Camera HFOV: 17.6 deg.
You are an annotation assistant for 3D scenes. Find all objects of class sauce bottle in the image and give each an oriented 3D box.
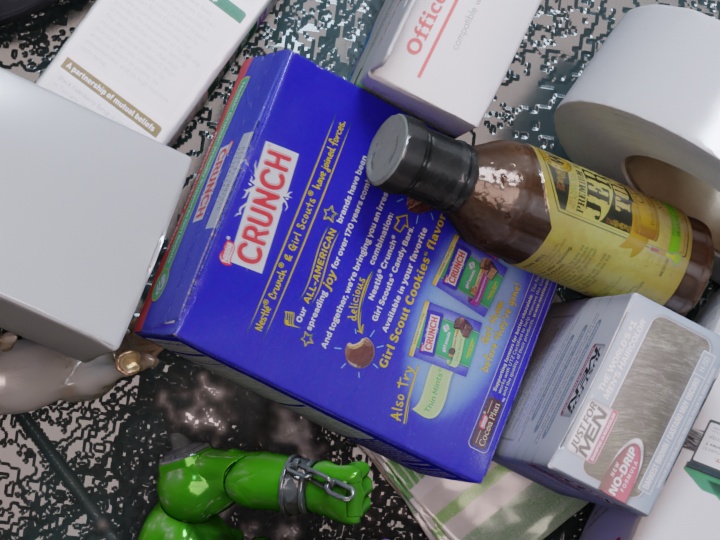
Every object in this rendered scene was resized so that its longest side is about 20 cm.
[{"bbox_3d":[0.096,-0.030,1.233,0.199,0.065,0.065,20,86,-28],"label":"sauce bottle"}]

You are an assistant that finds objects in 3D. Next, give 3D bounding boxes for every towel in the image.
[{"bbox_3d":[0.062,0.066,1.347,0.152,0.023,0.200,-40,93,-7],"label":"towel"}]

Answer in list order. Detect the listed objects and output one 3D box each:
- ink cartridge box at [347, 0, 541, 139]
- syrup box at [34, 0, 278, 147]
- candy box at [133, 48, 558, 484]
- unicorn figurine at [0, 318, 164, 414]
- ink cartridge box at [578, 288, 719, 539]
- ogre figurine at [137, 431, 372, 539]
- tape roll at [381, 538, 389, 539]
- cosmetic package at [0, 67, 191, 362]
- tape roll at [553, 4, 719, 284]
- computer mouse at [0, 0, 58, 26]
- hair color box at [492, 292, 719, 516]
[{"bbox_3d":[0.050,-0.136,1.262,0.068,0.200,0.116,26,86,-5],"label":"ink cartridge box"},{"bbox_3d":[-0.121,-0.117,1.302,0.081,0.079,0.200,37,85,-4],"label":"syrup box"},{"bbox_3d":[0.000,0.000,1.263,0.200,0.077,0.170,28,76,-23],"label":"candy box"},{"bbox_3d":[-0.200,0.053,1.277,0.199,0.137,0.074,6,78,-21],"label":"unicorn figurine"},{"bbox_3d":[0.185,0.118,1.262,0.084,0.146,0.200,27,64,-1],"label":"ink cartridge box"},{"bbox_3d":[-0.074,0.176,1.284,0.120,0.201,0.098,26,43,16],"label":"ogre figurine"},{"bbox_3d":[0.013,0.252,1.248,0.085,0.200,0.201,22,86,-5],"label":"tape roll"},{"bbox_3d":[-0.199,-0.043,1.176,0.199,0.081,0.113,27,73,-17],"label":"cosmetic package"},{"bbox_3d":[0.207,-0.056,1.275,0.202,0.202,0.071,37,78,-4],"label":"tape roll"},{"bbox_3d":[-0.196,-0.172,1.274,0.200,0.053,0.139,-31,121,-1],"label":"computer mouse"},{"bbox_3d":[0.126,0.070,1.244,0.060,0.200,0.099,27,85,-5],"label":"hair color box"}]
